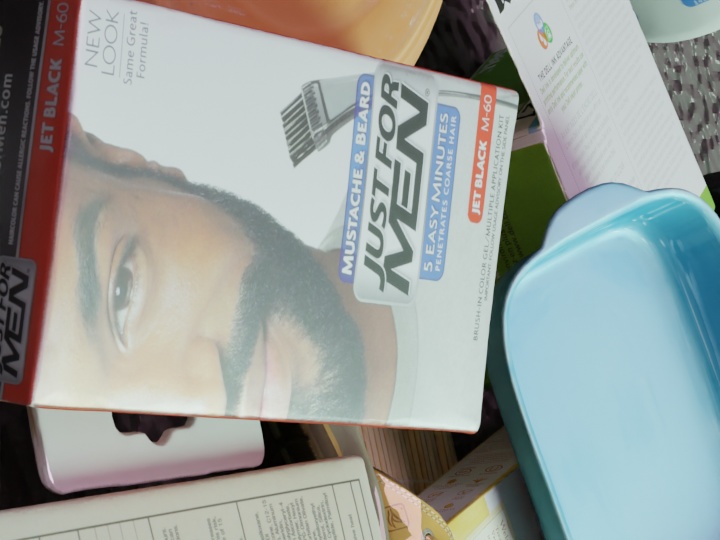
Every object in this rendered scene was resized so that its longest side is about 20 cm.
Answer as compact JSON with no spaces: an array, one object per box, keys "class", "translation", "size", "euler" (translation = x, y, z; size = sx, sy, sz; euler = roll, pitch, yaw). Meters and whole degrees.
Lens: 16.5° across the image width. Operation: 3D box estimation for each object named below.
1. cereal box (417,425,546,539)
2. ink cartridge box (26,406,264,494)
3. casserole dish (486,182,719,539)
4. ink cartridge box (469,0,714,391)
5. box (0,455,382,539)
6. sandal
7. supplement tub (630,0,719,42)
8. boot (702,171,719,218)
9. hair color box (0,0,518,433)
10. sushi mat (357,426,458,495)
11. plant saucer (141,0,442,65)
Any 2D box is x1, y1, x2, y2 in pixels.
[{"class":"cereal box","translation":[0.076,0.136,0.996],"size":[0.200,0.039,0.145],"euler":[-30,108,-58]},{"class":"ink cartridge box","translation":[-0.105,-0.027,0.782],"size":[0.116,0.066,0.202],"euler":[-1,77,-56]},{"class":"casserole dish","translation":[0.110,0.064,0.962],"size":[0.121,0.039,0.201],"euler":[-27,102,-29]},{"class":"ink cartridge box","translation":[0.065,-0.076,1.038],"size":[0.201,0.075,0.148],"euler":[65,29,-15]},{"class":"box","translation":[-0.073,0.115,0.756],"size":[0.199,0.077,0.096],"euler":[0,77,-56]},{"class":"sandal","translation":[0.004,0.096,0.873],"size":[0.054,0.080,0.202],"euler":[-13,82,-26]},{"class":"supplement tub","translation":[0.126,-0.218,1.154],"size":[0.200,0.131,0.132],"euler":[54,38,-30]},{"class":"boot","translation":[0.190,0.074,1.170],"size":[0.212,0.079,0.158],"euler":[63,34,-17]},{"class":"hair color box","translation":[-0.038,-0.013,0.726],"size":[0.199,0.064,0.112],"euler":[6,91,-50]},{"class":"sushi mat","translation":[0.000,0.000,0.978],"size":[0.095,0.012,0.202],"euler":[5,72,-55]},{"class":"plant saucer","translation":[-0.026,-0.133,0.798],"size":[0.200,0.032,0.202],"euler":[-11,104,-50]}]
